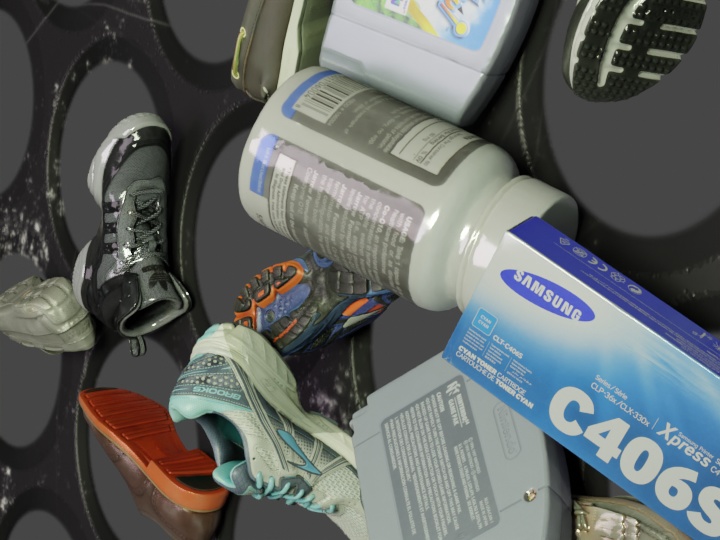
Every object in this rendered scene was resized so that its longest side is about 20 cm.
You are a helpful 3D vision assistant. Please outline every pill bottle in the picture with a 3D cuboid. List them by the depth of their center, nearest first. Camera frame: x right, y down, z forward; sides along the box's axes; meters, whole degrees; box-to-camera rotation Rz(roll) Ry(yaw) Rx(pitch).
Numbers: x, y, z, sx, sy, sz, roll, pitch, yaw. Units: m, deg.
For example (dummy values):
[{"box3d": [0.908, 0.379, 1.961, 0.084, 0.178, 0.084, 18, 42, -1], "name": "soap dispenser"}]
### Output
[{"box3d": [0.031, -0.044, 1.132, 0.199, 0.114, 0.114, 28, 113, 24], "name": "pill bottle"}]

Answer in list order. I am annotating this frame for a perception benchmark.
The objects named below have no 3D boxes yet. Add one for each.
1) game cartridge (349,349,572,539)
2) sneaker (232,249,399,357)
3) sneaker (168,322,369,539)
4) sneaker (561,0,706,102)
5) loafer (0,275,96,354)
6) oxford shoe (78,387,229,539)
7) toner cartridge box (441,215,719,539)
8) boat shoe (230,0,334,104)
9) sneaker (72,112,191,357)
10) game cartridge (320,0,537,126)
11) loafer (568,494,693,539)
[{"box3d": [0.063, 0.130, 1.109, 0.133, 0.040, 0.201, -34, 35, 18], "name": "game cartridge"}, {"box3d": [0.000, 0.000, 1.250, 0.199, 0.078, 0.076, -29, 71, 30], "name": "sneaker"}, {"box3d": [-0.060, 0.135, 1.246, 0.200, 0.086, 0.077, 47, 145, -13], "name": "sneaker"}, {"box3d": [0.170, -0.195, 1.045, 0.201, 0.073, 0.080, -67, 28, 19], "name": "sneaker"}, {"box3d": [-0.296, 0.047, 1.634, 0.070, 0.070, 0.200, 58, 160, -15], "name": "loafer"}, {"box3d": [-0.184, 0.164, 1.487, 0.200, 0.071, 0.073, 39, 124, 45], "name": "oxford shoe"}, {"box3d": [0.151, 0.064, 1.006, 0.200, 0.043, 0.095, 35, 119, 17], "name": "toner cartridge box"}, {"box3d": [-0.044, -0.208, 1.206, 0.060, 0.072, 0.202, 23, 112, 22], "name": "boat shoe"}, {"box3d": [-0.180, -0.025, 1.484, 0.114, 0.075, 0.201, 48, 131, 41], "name": "sneaker"}, {"box3d": [0.056, -0.204, 1.158, 0.133, 0.040, 0.201, 23, 108, 22], "name": "game cartridge"}, {"box3d": [0.123, 0.169, 1.091, 0.200, 0.063, 0.072, 11, 97, 52], "name": "loafer"}]
